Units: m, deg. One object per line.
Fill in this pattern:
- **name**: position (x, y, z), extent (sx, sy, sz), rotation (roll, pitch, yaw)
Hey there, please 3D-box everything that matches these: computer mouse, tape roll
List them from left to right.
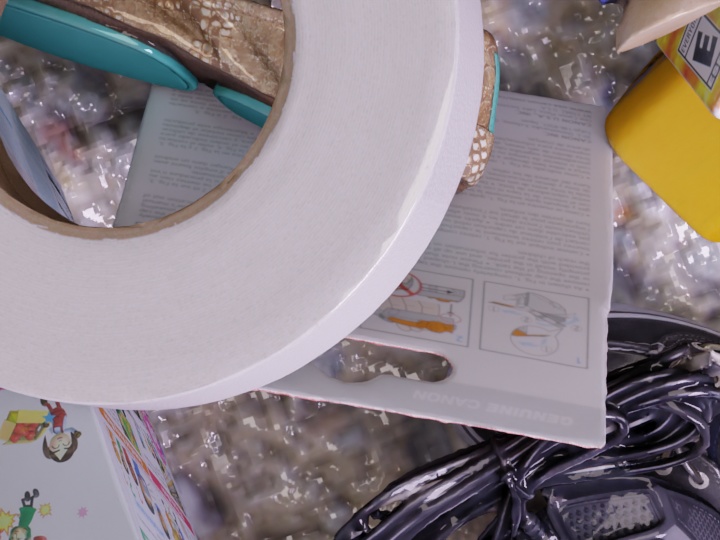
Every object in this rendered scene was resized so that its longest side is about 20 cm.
- **tape roll**: position (-0.065, -0.061, 0.781), extent (0.203, 0.037, 0.203), rotation (-2, 84, 15)
- **computer mouse**: position (0.093, 0.103, 0.932), extent (0.138, 0.053, 0.200), rotation (-28, 127, 16)

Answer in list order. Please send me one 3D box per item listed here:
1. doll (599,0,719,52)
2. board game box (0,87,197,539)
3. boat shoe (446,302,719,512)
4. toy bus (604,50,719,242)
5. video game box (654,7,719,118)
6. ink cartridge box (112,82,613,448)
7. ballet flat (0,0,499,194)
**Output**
- **doll**: position (0.072, -0.169, 0.778), extent (0.136, 0.048, 0.200), rotation (-21, 87, -13)
- **board game box**: position (-0.108, 0.040, 0.878), extent (0.064, 0.148, 0.200), rotation (-24, 65, 0)
- **boat shoe**: position (0.129, 0.057, 0.955), extent (0.200, 0.066, 0.070), rotation (15, 91, -1)
- **toy bus**: position (0.173, -0.099, 0.910), extent (0.065, 0.078, 0.200), rotation (45, 126, -2)
- **video game box**: position (0.127, -0.174, 0.861), extent (0.047, 0.182, 0.200), rotation (8, 119, -24)
- **ink cartridge box**: position (0.000, 0.000, 0.892), extent (0.160, 0.200, 0.047), rotation (10, 124, -1)
- **ballet flat**: position (-0.044, -0.083, 0.896), extent (0.200, 0.071, 0.065), rotation (22, 84, 11)
